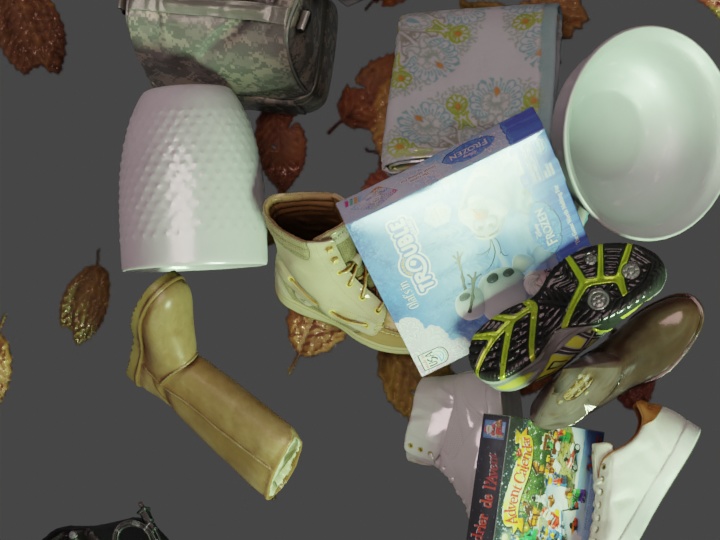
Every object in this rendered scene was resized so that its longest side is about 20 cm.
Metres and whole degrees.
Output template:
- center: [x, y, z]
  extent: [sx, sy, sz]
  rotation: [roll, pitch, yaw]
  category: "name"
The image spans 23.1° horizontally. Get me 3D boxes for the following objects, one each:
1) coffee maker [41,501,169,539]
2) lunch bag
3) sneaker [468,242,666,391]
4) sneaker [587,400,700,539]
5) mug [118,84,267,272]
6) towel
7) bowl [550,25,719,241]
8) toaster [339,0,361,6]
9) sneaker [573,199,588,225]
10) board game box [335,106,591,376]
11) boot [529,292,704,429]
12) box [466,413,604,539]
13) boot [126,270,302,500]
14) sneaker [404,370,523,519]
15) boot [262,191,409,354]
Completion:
- center: [-0.238, 0.310, 1.721]
  extent: [0.190, 0.200, 0.136]
  rotation: [-20, 81, 13]
  category: "coffee maker"
- center: [-0.127, -0.244, 1.778]
  extent: [0.198, 0.168, 0.141]
  rotation: [7, 85, 14]
  category: "lunch bag"
- center: [0.193, 0.042, 1.630]
  extent: [0.199, 0.076, 0.076]
  rotation: [-30, 62, 8]
  category: "sneaker"
- center: [0.241, 0.216, 1.680]
  extent: [0.084, 0.073, 0.201]
  rotation: [31, 80, 6]
  category: "sneaker"
- center: [-0.176, -0.089, 1.767]
  extent: [0.146, 0.200, 0.177]
  rotation: [-2, 88, -20]
  category: "mug"
- center: [0.111, -0.178, 1.740]
  extent: [0.169, 0.048, 0.202]
  rotation: [0, 59, 14]
  category: "towel"
- center: [0.255, -0.130, 1.690]
  extent: [0.199, 0.090, 0.203]
  rotation: [-1, 93, -26]
  category: "bowl"
- center: [-0.006, -0.372, 1.760]
  extent: [0.118, 0.181, 0.202]
  rotation: [-24, 77, 13]
  category: "toaster"
- center: [0.128, -0.047, 1.675]
  extent: [0.198, 0.081, 0.077]
  rotation: [-15, 44, -16]
  category: "sneaker"
- center: [0.105, -0.022, 1.618]
  extent: [0.198, 0.201, 0.044]
  rotation: [-26, 37, 3]
  category: "board game box"
- center: [0.241, 0.083, 1.630]
  extent: [0.186, 0.200, 0.064]
  rotation: [-41, 78, 6]
  category: "boot"
- center: [0.162, 0.243, 1.666]
  extent: [0.037, 0.136, 0.202]
  rotation: [3, 83, 48]
  category: "box"
- center: [-0.139, 0.113, 1.756]
  extent: [0.200, 0.176, 0.066]
  rotation: [38, 55, 17]
  category: "boot"
- center: [0.102, 0.199, 1.726]
  extent: [0.115, 0.074, 0.202]
  rotation: [-6, 84, 26]
  category: "sneaker"
- center: [0.000, 0.000, 1.721]
  extent: [0.198, 0.156, 0.073]
  rotation: [21, 60, 18]
  category: "boot"
